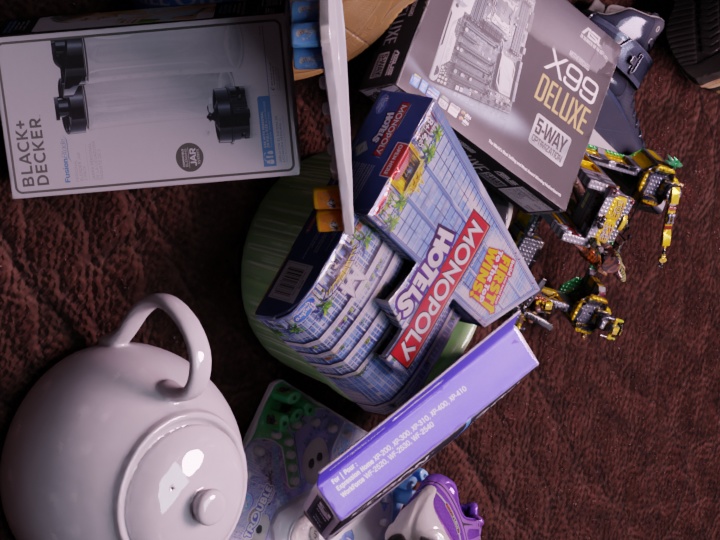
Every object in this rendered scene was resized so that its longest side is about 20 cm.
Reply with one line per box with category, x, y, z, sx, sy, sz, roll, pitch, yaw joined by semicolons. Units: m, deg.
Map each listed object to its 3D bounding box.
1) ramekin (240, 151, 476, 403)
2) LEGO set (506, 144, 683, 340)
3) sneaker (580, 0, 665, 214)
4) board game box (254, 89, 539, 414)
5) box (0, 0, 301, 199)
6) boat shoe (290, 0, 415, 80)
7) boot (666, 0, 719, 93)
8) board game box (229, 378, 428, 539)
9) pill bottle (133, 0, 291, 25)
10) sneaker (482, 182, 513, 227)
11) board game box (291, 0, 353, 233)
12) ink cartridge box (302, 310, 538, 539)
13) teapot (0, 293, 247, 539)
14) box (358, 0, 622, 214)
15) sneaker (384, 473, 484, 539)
ramekin;0.000;0.000;1.669;0.200;0.097;0.201;-13;109;-42
LEGO set;0.197;-0.017;1.796;0.153;0.116;0.200;24;108;-29
sneaker;0.236;-0.150;1.878;0.202;0.077;0.147;41;74;-41
board game box;0.043;0.004;1.598;0.200;0.062;0.200;42;71;-41
box;-0.144;-0.117;1.442;0.199;0.060;0.117;-4;109;1
boat shoe;-0.005;-0.220;1.612;0.200;0.069;0.071;-34;143;3
boot;0.325;-0.191;1.901;0.200;0.077;0.139;-84;156;-48
board game box;-0.043;0.217;1.732;0.200;0.026;0.201;35;76;-44
pill bottle;-0.111;-0.237;1.491;0.112;0.112;0.201;-23;114;-39
sneaker;0.103;-0.107;1.776;0.080;0.077;0.201;33;67;-78
board game box;-0.027;-0.161;1.445;0.200;0.026;0.201;83;4;-51
ink cartridge box;0.045;0.123;1.627;0.198;0.200;0.043;-38;82;-12
teapot;-0.151;0.147;1.524;0.198;0.146;0.200;-56;131;-20
box;0.107;-0.160;1.681;0.200;0.050;0.158;35;67;-32
sneaker;0.087;0.248;1.818;0.084;0.080;0.200;-61;149;-31
